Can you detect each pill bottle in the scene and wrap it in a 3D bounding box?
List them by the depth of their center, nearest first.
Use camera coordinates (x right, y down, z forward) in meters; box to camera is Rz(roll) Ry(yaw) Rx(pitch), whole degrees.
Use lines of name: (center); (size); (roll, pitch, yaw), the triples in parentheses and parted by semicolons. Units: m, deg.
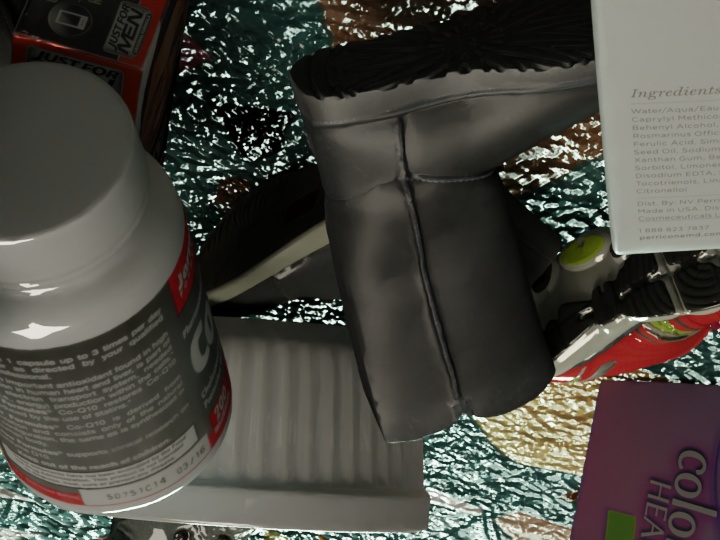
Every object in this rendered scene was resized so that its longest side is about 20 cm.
pill bottle: (-0.126, 0.010, 0.913); (0.114, 0.114, 0.200); (8, 145, 13)

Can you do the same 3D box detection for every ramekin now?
ramekin: (-0.061, 0.081, 1.115); (0.200, 0.105, 0.200); (3, 175, 0)

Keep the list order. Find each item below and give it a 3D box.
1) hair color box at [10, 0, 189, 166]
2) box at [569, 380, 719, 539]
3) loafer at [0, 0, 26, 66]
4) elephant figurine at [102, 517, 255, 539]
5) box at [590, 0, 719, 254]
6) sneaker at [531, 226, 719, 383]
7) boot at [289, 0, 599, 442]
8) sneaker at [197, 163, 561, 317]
hair color box: (-0.124, -0.077, 0.978); (0.061, 0.102, 0.200); (16, 147, -1)
box: (0.180, 0.190, 1.165); (0.097, 0.176, 0.200); (3, 144, 18)
loafer: (-0.209, -0.148, 0.938); (0.073, 0.072, 0.200); (-5, 141, 27)
elephant figurine: (-0.125, 0.179, 1.347); (0.142, 0.155, 0.200); (44, 159, 47)
box: (0.134, -0.126, 0.742); (0.106, 0.152, 0.200); (-3, 144, 8)
sneaker: (0.155, 0.004, 1.023); (0.085, 0.077, 0.200); (14, 152, -40)
boot: (0.065, -0.019, 0.949); (0.165, 0.066, 0.200); (-8, 124, 7)
sneaker: (0.000, 0.000, 1.057); (0.106, 0.075, 0.200); (40, 139, -25)
